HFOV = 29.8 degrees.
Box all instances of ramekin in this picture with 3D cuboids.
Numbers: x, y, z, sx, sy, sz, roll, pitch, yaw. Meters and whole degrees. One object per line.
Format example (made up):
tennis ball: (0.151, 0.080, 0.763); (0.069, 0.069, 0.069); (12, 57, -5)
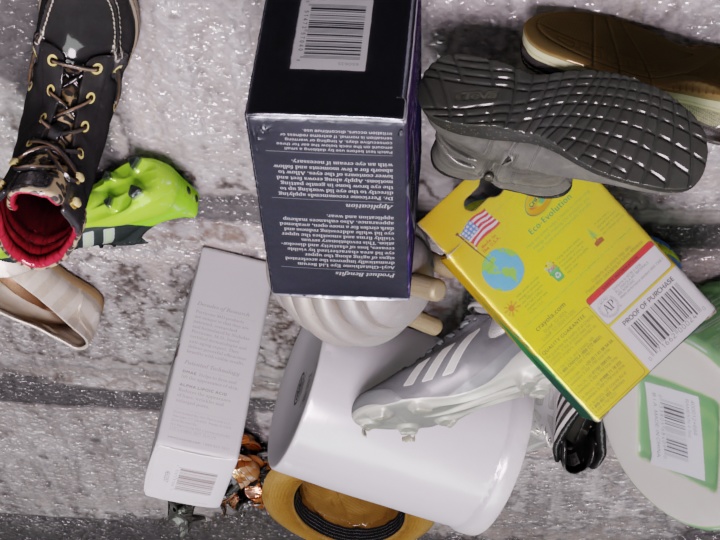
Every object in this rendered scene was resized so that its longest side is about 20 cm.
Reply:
ramekin: (0.294, 0.118, 1.126); (0.098, 0.200, 0.200); (-20, 159, -33)

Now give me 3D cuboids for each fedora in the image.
fedora: (-0.009, 0.223, 1.440); (0.200, 0.082, 0.201); (5, 139, 4)

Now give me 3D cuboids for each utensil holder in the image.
utensil holder: (0.033, 0.133, 1.236); (0.200, 0.170, 0.170); (18, 143, -11)

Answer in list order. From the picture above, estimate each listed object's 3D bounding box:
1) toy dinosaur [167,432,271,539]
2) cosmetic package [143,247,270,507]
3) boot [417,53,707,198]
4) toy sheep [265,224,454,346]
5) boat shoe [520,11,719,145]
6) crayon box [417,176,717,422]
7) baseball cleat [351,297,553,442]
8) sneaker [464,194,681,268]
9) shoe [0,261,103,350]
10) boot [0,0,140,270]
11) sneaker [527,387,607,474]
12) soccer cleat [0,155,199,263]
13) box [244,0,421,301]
toy dinosaur: (-0.148, 0.209, 1.461); (0.135, 0.102, 0.200); (-20, 121, 10)
cosmetic package: (-0.131, 0.092, 1.172); (0.074, 0.200, 0.102); (13, 144, -9)
boot: (0.137, -0.084, 0.921); (0.200, 0.068, 0.131); (18, 167, 17)
toy sheep: (0.000, 0.000, 1.080); (0.200, 0.138, 0.138); (5, 154, 49)
boat shoe: (0.198, -0.122, 0.925); (0.199, 0.073, 0.065); (14, 134, -10)
crayon box: (0.152, -0.002, 1.016); (0.200, 0.127, 0.051); (48, 176, -1)
baseball cleat: (0.084, 0.072, 1.117); (0.200, 0.107, 0.070); (-15, 150, 17)
sneaker: (0.165, -0.003, 1.102); (0.199, 0.071, 0.083); (16, 138, -18)
shoe: (-0.313, 0.007, 1.210); (0.070, 0.053, 0.200); (-24, 134, 36)
boot: (-0.209, -0.107, 0.949); (0.073, 0.151, 0.200); (15, 144, -12)
sneaker: (0.178, 0.149, 1.275); (0.075, 0.116, 0.201); (12, 145, -8)
soccer cleat: (-0.226, -0.040, 1.126); (0.200, 0.068, 0.081); (-14, 152, 26)
box: (-0.012, -0.094, 0.941); (0.104, 0.148, 0.200); (2, 146, 5)
